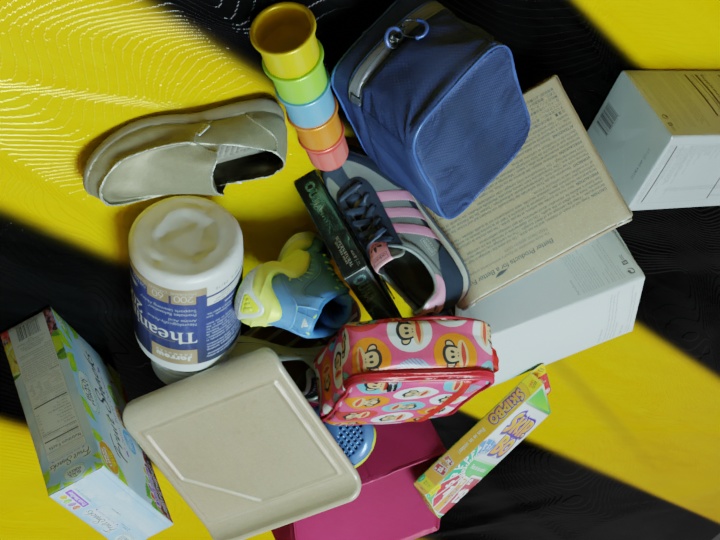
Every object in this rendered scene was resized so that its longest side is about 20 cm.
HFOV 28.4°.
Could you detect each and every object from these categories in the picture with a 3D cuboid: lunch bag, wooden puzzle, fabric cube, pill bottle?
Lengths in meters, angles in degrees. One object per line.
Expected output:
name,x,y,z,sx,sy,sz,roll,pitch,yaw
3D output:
lunch bag,0.053,0.101,1.431,0.175,0.082,0.200,-2,163,-14
wooden puzzle,-0.121,0.183,1.476,0.184,0.037,0.201,-22,117,17
fabric cube,-0.029,0.216,1.693,0.199,0.200,0.197,-18,146,-15
pill bottle,-0.173,0.030,1.425,0.110,0.111,0.201,-16,144,-18
lunch bag,0.058,-0.161,1.321,0.136,0.132,0.200,-45,150,-11

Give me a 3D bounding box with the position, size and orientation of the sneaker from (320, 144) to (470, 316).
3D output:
sneaker,0.025,-0.039,1.396,0.070,0.200,0.082,-47,172,33

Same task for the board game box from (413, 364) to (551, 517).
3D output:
board game box,0.147,0.194,1.618,0.200,0.030,0.096,-45,154,-9

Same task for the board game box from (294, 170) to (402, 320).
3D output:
board game box,0.000,0.000,1.488,0.028,0.136,0.200,-30,146,2

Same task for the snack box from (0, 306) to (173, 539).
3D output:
snack box,-0.278,0.162,1.445,0.067,0.200,0.169,-29,145,1

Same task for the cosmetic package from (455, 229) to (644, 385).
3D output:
cosmetic package,0.208,0.043,1.592,0.199,0.081,0.113,-18,145,-13

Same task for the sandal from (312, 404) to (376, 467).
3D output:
sandal,-0.083,0.178,1.523,0.199,0.080,0.087,-3,162,12

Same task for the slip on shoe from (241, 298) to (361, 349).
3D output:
slip on shoe,-0.092,0.086,1.608,0.200,0.076,0.061,-36,-174,-3

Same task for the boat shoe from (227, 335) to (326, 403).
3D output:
boat shoe,-0.058,0.117,1.548,0.199,0.070,0.071,12,108,-21

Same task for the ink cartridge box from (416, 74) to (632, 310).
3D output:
ink cartridge box,0.150,-0.079,1.450,0.199,0.165,0.075,-28,-177,7

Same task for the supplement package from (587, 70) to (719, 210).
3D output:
supplement package,0.367,-0.145,1.580,0.199,0.110,0.114,-4,139,-31

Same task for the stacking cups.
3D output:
stacking cups,-0.053,-0.164,1.319,0.060,0.061,0.200,-25,151,-4

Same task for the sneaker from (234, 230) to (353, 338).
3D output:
sneaker,-0.048,0.024,1.444,0.200,0.105,0.076,-43,154,-61

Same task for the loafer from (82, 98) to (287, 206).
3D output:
loafer,-0.155,-0.102,1.305,0.199,0.068,0.076,-20,145,-12

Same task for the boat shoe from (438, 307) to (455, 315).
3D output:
boat shoe,0.099,0.063,1.696,0.067,0.072,0.200,-27,148,-10
